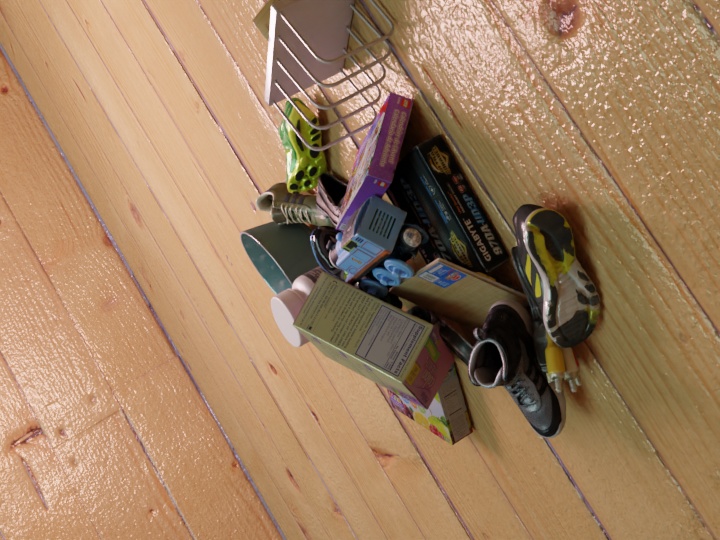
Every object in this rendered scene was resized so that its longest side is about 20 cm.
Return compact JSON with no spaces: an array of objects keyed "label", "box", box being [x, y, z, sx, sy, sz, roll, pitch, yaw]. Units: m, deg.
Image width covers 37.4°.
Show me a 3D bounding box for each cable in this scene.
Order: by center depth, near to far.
[{"label":"cable","box":[0.251,0.061,1.401,0.050,0.097,0.202,-14,84,30]}]

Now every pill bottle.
[{"label":"pill bottle","box":[-0.045,0.042,1.811,0.113,0.199,0.114,47,153,33]}]

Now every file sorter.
[{"label":"file sorter","box":[-0.042,-0.291,1.507,0.125,0.138,0.201,51,155,21]}]

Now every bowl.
[{"label":"bowl","box":[-0.128,-0.021,2.017,0.201,0.105,0.201,48,165,17]}]

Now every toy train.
[{"label":"toy train","box":[0.020,-0.031,1.549,0.114,0.087,0.200,29,157,-10]}]

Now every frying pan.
[{"label":"frying pan","box":[0.133,0.095,1.637,0.190,0.031,0.115,44,177,7]}]

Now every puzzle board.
[{"label":"puzzle board","box":[0.141,0.033,1.529,0.149,0.018,0.200,24,160,-12]}]

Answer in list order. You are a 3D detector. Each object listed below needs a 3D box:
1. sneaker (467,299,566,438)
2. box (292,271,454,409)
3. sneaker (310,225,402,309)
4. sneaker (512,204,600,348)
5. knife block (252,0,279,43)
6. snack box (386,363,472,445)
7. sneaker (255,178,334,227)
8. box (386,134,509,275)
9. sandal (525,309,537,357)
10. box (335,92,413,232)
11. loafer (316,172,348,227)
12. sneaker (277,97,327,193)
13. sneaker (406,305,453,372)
[{"label":"sneaker","box":[0.202,0.148,1.416,0.075,0.114,0.202,-17,100,40]},{"label":"box","box":[0.023,0.108,1.621,0.199,0.097,0.176,26,169,23]},{"label":"sneaker","box":[0.000,0.001,1.730,0.200,0.071,0.083,49,156,1]},{"label":"sneaker","box":[0.243,0.001,1.331,0.085,0.074,0.202,-118,9,-64]},{"label":"knife block","box":[-0.064,-0.396,1.557,0.064,0.175,0.199,54,-159,20]},{"label":"snack box","box":[0.106,0.202,1.857,0.199,0.053,0.144,23,134,57]},{"label":"sneaker","box":[-0.119,-0.107,1.945,0.200,0.089,0.068,34,144,49]},{"label":"box","box":[0.117,-0.075,1.525,0.201,0.046,0.159,61,158,2]},{"label":"sandal","box":[0.229,0.136,1.510,0.082,0.054,0.201,44,151,32]},{"label":"box","box":[0.019,-0.151,1.553,0.039,0.138,0.200,18,157,-8]},{"label":"loafer","box":[-0.023,-0.111,1.765,0.200,0.071,0.064,30,136,56]},{"label":"sneaker","box":[-0.099,-0.213,1.828,0.201,0.073,0.084,95,159,-50]},{"label":"sneaker","box":[0.091,0.100,1.775,0.199,0.079,0.097,24,118,52]}]
